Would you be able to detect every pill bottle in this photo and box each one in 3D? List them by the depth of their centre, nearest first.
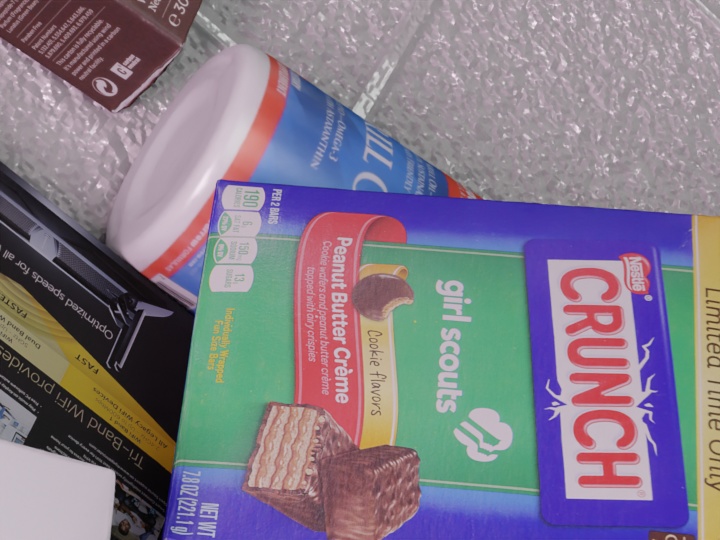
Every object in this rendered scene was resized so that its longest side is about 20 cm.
[{"bbox_3d":[0.000,0.000,0.968,0.199,0.112,0.113,32,53,-20],"label":"pill bottle"}]

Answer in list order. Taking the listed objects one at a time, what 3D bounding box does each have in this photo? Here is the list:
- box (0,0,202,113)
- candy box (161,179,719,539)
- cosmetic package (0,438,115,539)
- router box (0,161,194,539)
[{"bbox_3d":[-0.154,-0.170,0.965,0.199,0.075,0.101,33,53,-17],"label":"box"},{"bbox_3d":[0.035,0.058,0.828,0.198,0.077,0.170,5,51,0],"label":"candy box"},{"bbox_3d":[-0.199,0.082,0.706,0.199,0.151,0.052,19,56,-28],"label":"cosmetic package"},{"bbox_3d":[-0.149,0.032,0.853,0.200,0.052,0.158,40,33,-14],"label":"router box"}]
